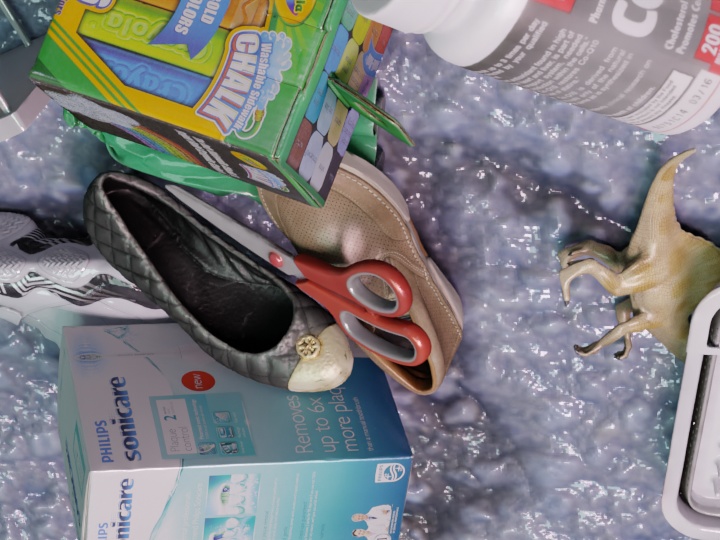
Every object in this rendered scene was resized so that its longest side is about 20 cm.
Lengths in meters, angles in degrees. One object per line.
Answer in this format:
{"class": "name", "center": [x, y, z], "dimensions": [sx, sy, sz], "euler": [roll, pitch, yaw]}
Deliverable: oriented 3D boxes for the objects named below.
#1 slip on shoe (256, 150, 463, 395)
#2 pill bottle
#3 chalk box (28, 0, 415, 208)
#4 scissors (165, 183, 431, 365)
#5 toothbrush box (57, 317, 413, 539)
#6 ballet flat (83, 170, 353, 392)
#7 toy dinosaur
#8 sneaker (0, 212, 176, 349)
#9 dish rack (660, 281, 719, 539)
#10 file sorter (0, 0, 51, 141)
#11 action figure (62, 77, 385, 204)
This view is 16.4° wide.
{"class": "slip on shoe", "center": [0.000, 0.000, 1.515], "dimensions": [0.076, 0.061, 0.200], "euler": [-12, 136, 24]}
{"class": "pill bottle", "center": [0.103, -0.152, 1.339], "dimensions": [0.200, 0.114, 0.114], "euler": [16, 131, -25]}
{"class": "chalk box", "center": [-0.061, -0.119, 1.406], "dimensions": [0.200, 0.125, 0.124], "euler": [19, 83, 13]}
{"class": "scissors", "center": [-0.040, 0.003, 1.495], "dimensions": [0.200, 0.014, 0.073], "euler": [20, 139, 34]}
{"class": "toothbrush box", "center": [-0.082, 0.105, 1.551], "dimensions": [0.200, 0.146, 0.085], "euler": [-2, 126, -12]}
{"class": "ballet flat", "center": [-0.091, 0.010, 1.527], "dimensions": [0.200, 0.066, 0.057], "euler": [34, 167, 9]}
{"class": "toy dinosaur", "center": [0.171, -0.003, 1.509], "dimensions": [0.101, 0.058, 0.200], "euler": [-10, 128, 6]}
{"class": "sneaker", "center": [-0.199, 0.029, 1.623], "dimensions": [0.200, 0.075, 0.115], "euler": [3, 121, 12]}
{"class": "dish rack", "center": [0.276, 0.082, 1.515], "dimensions": [0.172, 0.044, 0.200], "euler": [5, 125, 0]}
{"class": "file sorter", "center": [-0.284, -0.132, 1.505], "dimensions": [0.200, 0.139, 0.125], "euler": [-21, 112, 28]}
{"class": "action figure", "center": [-0.085, -0.088, 1.522], "dimensions": [0.200, 0.055, 0.118], "euler": [8, 127, 8]}
